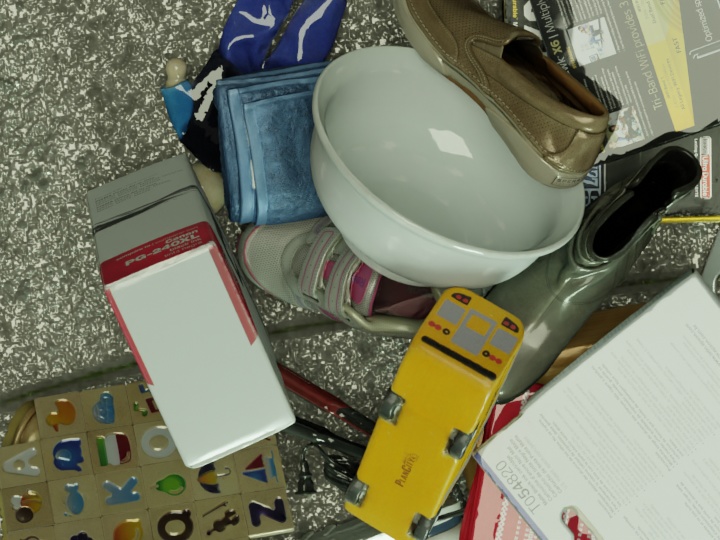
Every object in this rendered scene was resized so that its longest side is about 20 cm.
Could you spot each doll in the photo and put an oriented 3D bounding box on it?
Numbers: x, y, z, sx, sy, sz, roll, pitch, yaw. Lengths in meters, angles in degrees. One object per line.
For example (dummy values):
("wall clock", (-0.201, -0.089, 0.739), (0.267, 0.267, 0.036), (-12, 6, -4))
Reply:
("doll", (-0.074, -0.128, 1.760), (0.136, 0.048, 0.200), (29, 95, -9))

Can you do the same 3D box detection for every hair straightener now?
("hair straightener", (-0.015, 0.135, 1.766), (0.200, 0.041, 0.077), (28, 96, 12))

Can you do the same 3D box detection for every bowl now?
("bowl", (0.044, -0.053, 1.655), (0.201, 0.201, 0.091), (28, 127, -2))

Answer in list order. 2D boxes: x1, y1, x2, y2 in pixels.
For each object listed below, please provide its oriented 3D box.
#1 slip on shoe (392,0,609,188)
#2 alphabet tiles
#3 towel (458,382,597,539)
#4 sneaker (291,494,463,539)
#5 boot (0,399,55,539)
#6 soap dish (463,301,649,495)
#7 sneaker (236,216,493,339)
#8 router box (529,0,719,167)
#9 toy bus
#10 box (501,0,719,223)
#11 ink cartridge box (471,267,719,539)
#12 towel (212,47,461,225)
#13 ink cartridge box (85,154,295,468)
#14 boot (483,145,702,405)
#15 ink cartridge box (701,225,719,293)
("slip on shoe", (0.098, -0.144, 1.669), (0.200, 0.076, 0.061), (55, 134, 29))
("alphabet tiles", (-0.153, 0.154, 1.719), (0.199, 0.006, 0.167), (-9, 62, -10))
("towel", (0.175, 0.160, 1.705), (0.199, 0.022, 0.145), (10, 95, 5))
("sneaker", (-0.010, 0.230, 1.782), (0.199, 0.076, 0.081), (-18, 104, 4))
("boot", (-0.160, 0.192, 1.750), (0.199, 0.066, 0.176), (9, 108, 23))
("soap dish", (0.166, 0.112, 1.753), (0.199, 0.081, 0.158), (-11, 94, 8))
("sneaker", (0.000, 0.000, 1.740), (0.199, 0.088, 0.082), (12, 95, 18))
("router box", (0.200, -0.189, 1.692), (0.157, 0.052, 0.201), (-18, 93, 11))
("toy bus", (0.047, 0.104, 1.655), (0.065, 0.200, 0.078), (28, 51, 7))
("box", (0.182, -0.134, 1.758), (0.159, 0.049, 0.201), (-1, 95, 2))
("ink cartridge box", (0.212, 0.136, 1.668), (0.200, 0.041, 0.200), (-39, 90, 6))
("towel", (-0.003, -0.097, 1.735), (0.199, 0.049, 0.112), (-10, 105, -14))
("ink cartridge box", (-0.119, 0.023, 1.675), (0.083, 0.200, 0.146), (-24, 112, 0))
("boot", (0.145, -0.002, 1.658), (0.068, 0.131, 0.200), (41, 75, 3))
("ink cartridge box", (0.332, 0.034, 1.775), (0.173, 0.044, 0.201), (23, 96, 23))
